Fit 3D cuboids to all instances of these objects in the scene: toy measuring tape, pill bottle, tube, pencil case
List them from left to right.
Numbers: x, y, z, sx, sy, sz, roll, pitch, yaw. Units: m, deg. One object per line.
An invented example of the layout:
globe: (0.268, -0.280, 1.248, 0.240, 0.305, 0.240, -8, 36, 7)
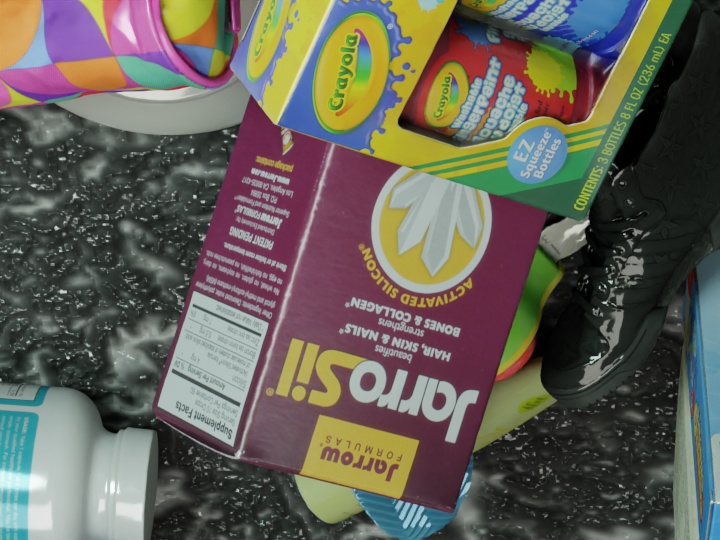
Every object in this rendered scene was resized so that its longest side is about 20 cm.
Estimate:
pill bottle: (-0.218, 0.118, 1.336, 0.199, 0.111, 0.111, 5, 129, 1)
pencil case: (-0.149, -0.118, 1.120, 0.199, 0.089, 0.089, -2, 132, 33)
tube: (0.054, 0.085, 1.323, 0.199, 0.058, 0.052, -27, 122, 24)
toy measuring tape: (0.091, 0.009, 1.252, 0.200, 0.074, 0.074, -31, 121, 26)

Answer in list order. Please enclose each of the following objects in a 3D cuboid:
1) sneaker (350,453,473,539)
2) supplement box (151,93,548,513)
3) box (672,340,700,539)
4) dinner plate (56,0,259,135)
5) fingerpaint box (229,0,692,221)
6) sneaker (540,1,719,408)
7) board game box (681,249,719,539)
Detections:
sneaker: (-0.001, 0.049, 1.251, 0.076, 0.081, 0.201, -26, 101, -10)
supplement box: (0.000, 0.000, 1.139, 0.130, 0.103, 0.201, 16, 92, -30)
box: (0.228, 0.147, 1.268, 0.108, 0.201, 0.128, 1, 130, 4)
dinner plate: (-0.104, -0.145, 1.174, 0.199, 0.024, 0.201, 2, 128, 2)
fingerpaint box: (0.061, -0.140, 1.016, 0.166, 0.073, 0.201, 17, 109, -29)
sneaker: (0.136, -0.033, 1.188, 0.104, 0.060, 0.200, 37, 94, -34)
board game box: (0.271, 0.074, 1.210, 0.199, 0.196, 0.056, 3, 129, 2)
